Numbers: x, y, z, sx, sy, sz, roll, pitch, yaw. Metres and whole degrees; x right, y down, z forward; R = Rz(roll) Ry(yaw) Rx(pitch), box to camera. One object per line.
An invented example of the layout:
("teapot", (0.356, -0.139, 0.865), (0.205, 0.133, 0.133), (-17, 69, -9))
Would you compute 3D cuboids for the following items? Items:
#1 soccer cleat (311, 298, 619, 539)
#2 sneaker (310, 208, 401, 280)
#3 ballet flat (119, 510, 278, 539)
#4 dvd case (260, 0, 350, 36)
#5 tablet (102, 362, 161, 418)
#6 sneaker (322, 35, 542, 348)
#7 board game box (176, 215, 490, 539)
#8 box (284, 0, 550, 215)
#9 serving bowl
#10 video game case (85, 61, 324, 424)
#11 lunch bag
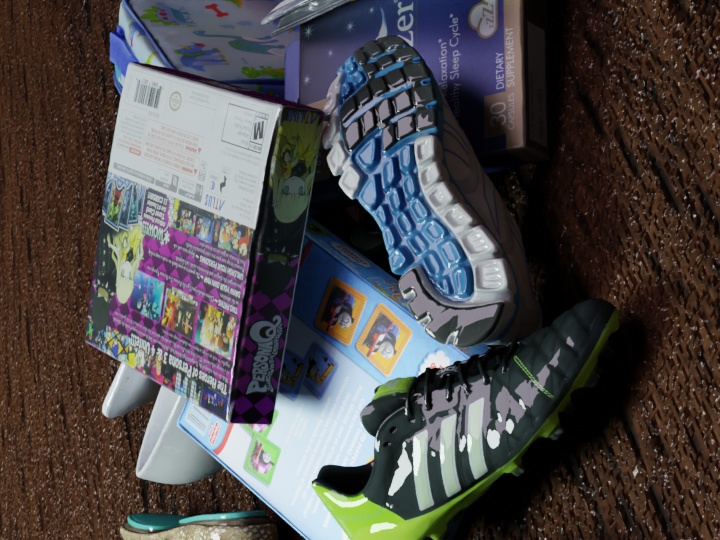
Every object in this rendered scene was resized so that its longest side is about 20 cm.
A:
("soccer cleat", (0.051, 0.075, 1.048), (0.200, 0.081, 0.068), (-47, 1, 27))
("sneaker", (0.000, 0.000, 1.260), (0.091, 0.066, 0.201), (-54, 35, 31))
("ballet flat", (-0.114, 0.196, 1.379), (0.200, 0.070, 0.066), (165, 104, -66))
("dvd case", (0.041, -0.215, 1.219), (0.200, 0.016, 0.148), (-43, 14, -24))
("tablet", (-0.118, 0.009, 1.469), (0.201, 0.014, 0.130), (-64, -15, 19))
("sneaker", (0.043, -0.037, 1.125), (0.075, 0.086, 0.201), (-32, 63, 22))
("board game box", (-0.010, 0.076, 1.171), (0.200, 0.036, 0.152), (37, 110, 38))
("box", (0.022, -0.106, 1.210), (0.199, 0.032, 0.122), (-13, 70, 38))
("serving bowl", (-0.085, 0.057, 1.370), (0.200, 0.065, 0.201), (-156, 90, -82))
("video game case", (-0.098, -0.021, 1.209), (0.200, 0.036, 0.183), (20, 102, 56))
("lunch bag", (-0.082, -0.128, 1.385), (0.200, 0.160, 0.083), (-130, 44, -58))
